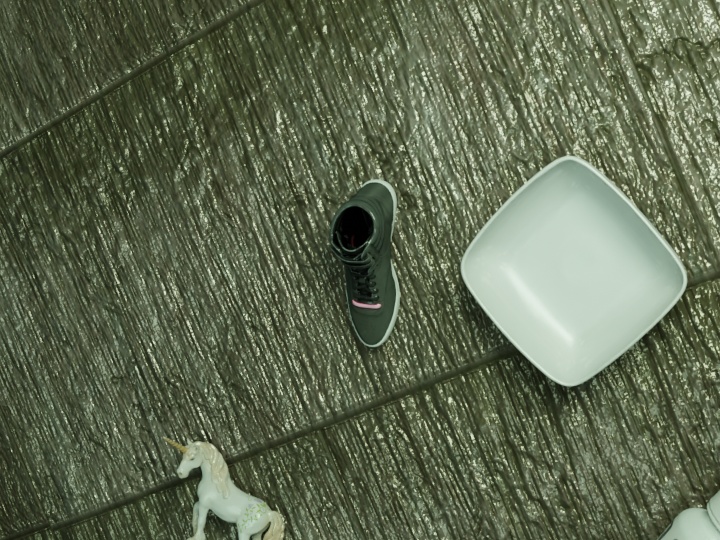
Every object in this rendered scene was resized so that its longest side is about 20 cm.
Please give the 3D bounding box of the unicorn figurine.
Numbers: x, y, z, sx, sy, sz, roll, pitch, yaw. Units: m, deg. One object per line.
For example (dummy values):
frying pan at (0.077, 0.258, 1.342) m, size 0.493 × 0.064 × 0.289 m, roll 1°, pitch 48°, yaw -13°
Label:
unicorn figurine at (-0.185, 0.312, 1.410) m, size 0.198 × 0.074 × 0.139 m, roll 24°, pitch 100°, yaw 4°

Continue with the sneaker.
sneaker at (0.000, 0.000, 1.241) m, size 0.070 × 0.099 × 0.203 m, roll 6°, pitch 104°, yaw 21°

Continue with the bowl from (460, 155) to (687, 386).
bowl at (0.230, -0.003, 1.149) m, size 0.200 × 0.075 × 0.200 m, roll 48°, pitch 115°, yaw 8°

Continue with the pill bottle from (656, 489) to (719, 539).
pill bottle at (0.359, 0.327, 1.133) m, size 0.110 × 0.111 × 0.201 m, roll 38°, pitch 113°, yaw 13°
